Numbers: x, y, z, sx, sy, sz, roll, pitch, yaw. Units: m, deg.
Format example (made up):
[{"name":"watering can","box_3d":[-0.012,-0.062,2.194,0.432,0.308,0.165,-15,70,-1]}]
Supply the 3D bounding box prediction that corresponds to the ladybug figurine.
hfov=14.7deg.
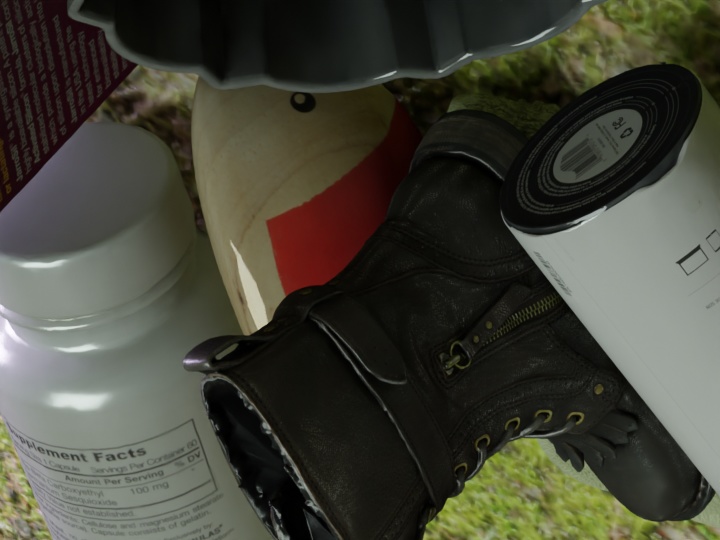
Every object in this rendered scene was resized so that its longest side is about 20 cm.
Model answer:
[{"name":"ladybug figurine","box_3d":[0.000,0.000,1.061,0.072,0.136,0.200,-14,120,18]}]

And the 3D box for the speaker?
[{"name":"speaker","box_3d":[0.134,0.029,0.950,0.081,0.081,0.200,-9,130,47]}]

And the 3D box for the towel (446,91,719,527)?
[{"name":"towel","box_3d":[0.112,0.022,1.052,0.148,0.036,0.200,9,135,34]}]

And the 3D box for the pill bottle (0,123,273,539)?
[{"name":"pill bottle","box_3d":[-0.097,0.043,1.183,0.114,0.114,0.200,14,137,32]}]

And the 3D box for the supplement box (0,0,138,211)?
[{"name":"supplement box","box_3d":[-0.156,-0.109,1.009,0.131,0.200,0.103,21,142,23]}]

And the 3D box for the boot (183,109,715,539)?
[{"name":"boot","box_3d":[0.032,0.059,0.981,0.069,0.174,0.200,-13,120,47]}]

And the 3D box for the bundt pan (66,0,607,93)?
[{"name":"bundt pan","box_3d":[0.000,-0.135,0.879,0.202,0.076,0.202,-8,158,-3]}]
